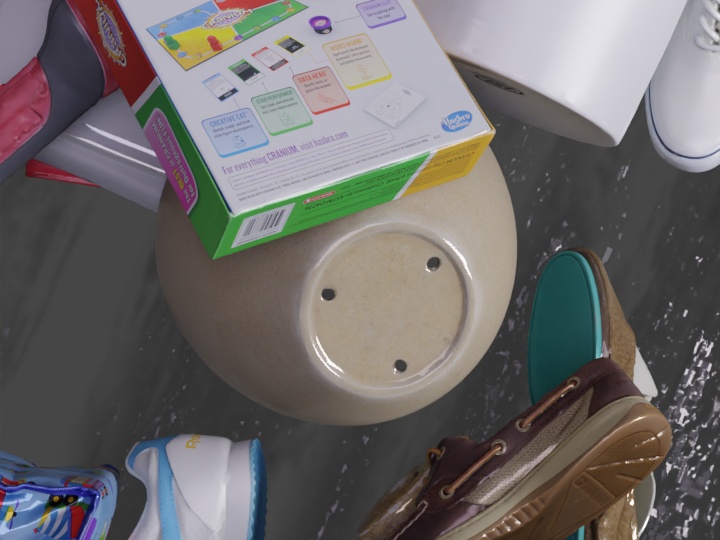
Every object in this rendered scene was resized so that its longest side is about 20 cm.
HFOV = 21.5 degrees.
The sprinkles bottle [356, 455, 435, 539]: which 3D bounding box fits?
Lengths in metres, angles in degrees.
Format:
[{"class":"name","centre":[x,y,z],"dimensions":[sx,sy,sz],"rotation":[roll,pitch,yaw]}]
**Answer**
[{"class":"sprinkles bottle","centre":[0.087,0.196,1.060],"dimensions":[0.068,0.068,0.200],"rotation":[-44,91,-4]}]

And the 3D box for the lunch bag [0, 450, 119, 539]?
[{"class":"lunch bag","centre":[-0.192,0.200,1.003],"dimensions":[0.093,0.151,0.201],"rotation":[10,87,-3]}]

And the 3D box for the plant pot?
[{"class":"plant pot","centre":[0.000,0.000,0.997],"dimensions":[0.199,0.134,0.202],"rotation":[-4,108,-13]}]

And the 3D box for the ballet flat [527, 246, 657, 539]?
[{"class":"ballet flat","centre":[0.135,0.089,1.062],"dimensions":[0.072,0.068,0.201],"rotation":[16,63,-34]}]

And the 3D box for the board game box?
[{"class":"board game box","centre":[-0.048,-0.118,0.929],"dimensions":[0.152,0.040,0.201],"rotation":[-18,68,-28]}]

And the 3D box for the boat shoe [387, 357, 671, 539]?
[{"class":"boat shoe","centre":[0.067,0.119,1.003],"dimensions":[0.200,0.072,0.072],"rotation":[-39,50,7]}]

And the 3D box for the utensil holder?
[{"class":"utensil holder","centre":[0.108,-0.189,1.026],"dimensions":[0.169,0.170,0.201],"rotation":[23,90,-2]}]

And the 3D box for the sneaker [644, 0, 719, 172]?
[{"class":"sneaker","centre":[0.208,-0.156,1.070],"dimensions":[0.073,0.071,0.201],"rotation":[16,83,15]}]

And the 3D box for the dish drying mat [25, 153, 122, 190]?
[{"class":"dish drying mat","centre":[-0.141,-0.146,1.059],"dimensions":[0.076,0.018,0.201],"rotation":[9,101,3]}]

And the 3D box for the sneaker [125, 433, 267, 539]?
[{"class":"sneaker","centre":[-0.099,0.192,1.053],"dimensions":[0.080,0.077,0.201],"rotation":[4,82,5]}]

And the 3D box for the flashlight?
[{"class":"flashlight","centre":[-0.183,-0.089,0.997],"dimensions":[0.200,0.068,0.068],"rotation":[-38,94,9]}]

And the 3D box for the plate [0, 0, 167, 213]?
[{"class":"plate","centre":[-0.124,-0.139,1.033],"dimensions":[0.199,0.032,0.201],"rotation":[23,101,-1]}]
